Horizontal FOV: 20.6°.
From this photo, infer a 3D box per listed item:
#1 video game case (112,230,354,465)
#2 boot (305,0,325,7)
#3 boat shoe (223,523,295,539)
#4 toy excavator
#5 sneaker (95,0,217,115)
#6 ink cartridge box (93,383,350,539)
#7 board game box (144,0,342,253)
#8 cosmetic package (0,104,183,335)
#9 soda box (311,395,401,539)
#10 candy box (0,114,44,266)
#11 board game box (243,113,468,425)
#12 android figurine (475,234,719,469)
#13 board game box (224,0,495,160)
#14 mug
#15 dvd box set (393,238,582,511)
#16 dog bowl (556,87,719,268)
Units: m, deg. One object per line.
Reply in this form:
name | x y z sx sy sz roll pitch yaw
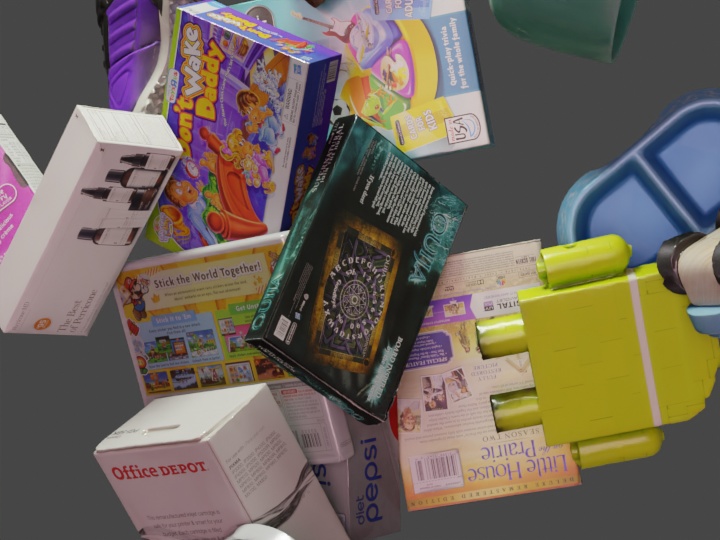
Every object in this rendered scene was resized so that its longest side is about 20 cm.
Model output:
video game case | -0.106 0.071 1.581 0.199 0.023 0.183 -9 98 40
boot | -0.038 -0.320 1.596 0.155 0.074 0.200 -42 71 -5
boat shoe | -0.114 0.243 1.483 0.199 0.068 0.074 -15 111 46
toy excavator | 0.346 0.032 1.495 0.194 0.100 0.201 -30 102 -23
sneaker | -0.180 -0.184 1.624 0.099 0.069 0.201 29 110 32
ink cartridge box | -0.098 0.196 1.549 0.146 0.083 0.201 -10 113 45
board game box | -0.095 -0.096 1.563 0.134 0.045 0.201 25 118 29
cosmetic package | -0.222 -0.036 1.581 0.201 0.082 0.051 -59 44 30
soda box | -0.013 0.114 1.585 0.063 0.068 0.202 2 96 41
candy box | -0.349 -0.075 1.653 0.136 0.061 0.201 -37 85 9
board game box | 0.000 0.000 1.527 0.135 0.028 0.201 37 63 -31
android figurine | 0.193 0.064 1.536 0.198 0.041 0.183 -13 104 3
board game box | -0.002 -0.157 1.601 0.198 0.047 0.152 -11 90 9
mug | 0.163 -0.262 1.518 0.114 0.152 0.186 15 93 11
dvd box set | 0.093 0.085 1.600 0.145 0.029 0.202 -11 89 10
dog bowl | 0.244 -0.060 1.563 0.200 0.050 0.112 -40 85 8
